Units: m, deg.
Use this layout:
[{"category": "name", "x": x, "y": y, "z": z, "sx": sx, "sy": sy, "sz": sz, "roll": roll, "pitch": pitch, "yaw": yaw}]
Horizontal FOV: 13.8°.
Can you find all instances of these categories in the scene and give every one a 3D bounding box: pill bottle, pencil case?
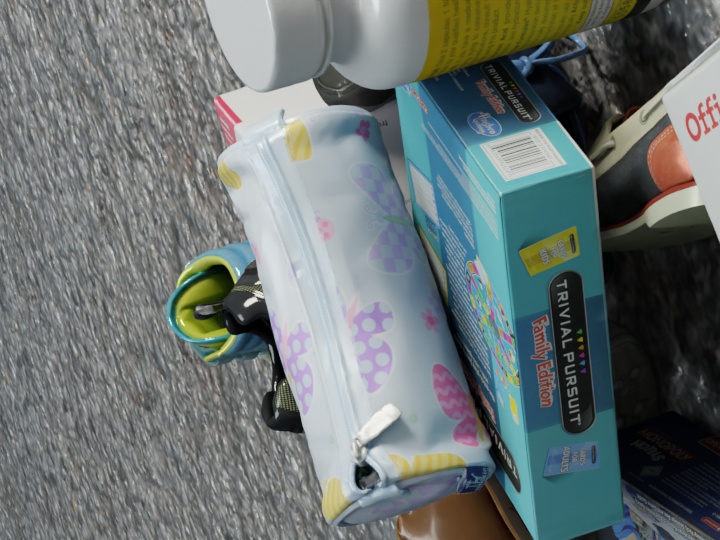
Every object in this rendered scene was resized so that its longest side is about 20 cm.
[{"category": "pill bottle", "x": 0.034, "y": -0.144, "z": 1.331, "sx": 0.111, "sy": 0.200, "sz": 0.111, "roll": 52, "pitch": 152, "yaw": 42}, {"category": "pencil case", "x": -0.005, "y": 0.023, "z": 1.417, "sx": 0.083, "sy": 0.091, "sz": 0.200, "roll": -28, "pitch": 72, "yaw": 34}]

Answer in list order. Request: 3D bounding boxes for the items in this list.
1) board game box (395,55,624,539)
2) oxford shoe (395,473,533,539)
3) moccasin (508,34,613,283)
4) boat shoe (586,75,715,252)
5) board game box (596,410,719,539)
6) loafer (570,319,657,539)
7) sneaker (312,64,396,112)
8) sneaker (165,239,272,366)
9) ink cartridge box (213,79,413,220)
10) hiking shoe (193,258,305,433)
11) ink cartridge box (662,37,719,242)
[{"category": "board game box", "x": 0.069, "y": 0.004, "z": 1.388, "sx": 0.151, "sy": 0.047, "sz": 0.200, "roll": -121, "pitch": 18, "yaw": -53}, {"category": "oxford shoe", "x": 0.040, "y": 0.113, "z": 1.489, "sx": 0.200, "sy": 0.071, "sz": 0.071, "roll": 54, "pitch": -173, "yaw": -3}, {"category": "moccasin", "x": 0.083, "y": -0.082, "z": 1.464, "sx": 0.068, "sy": 0.080, "sz": 0.200, "roll": 14, "pitch": 134, "yaw": 61}, {"category": "boat shoe", "x": 0.133, "y": -0.045, "z": 1.347, "sx": 0.200, "sy": 0.071, "sz": 0.063, "roll": 148, "pitch": 114, "yaw": -74}, {"category": "board game box", "x": 0.188, "y": 0.195, "z": 1.422, "sx": 0.200, "sy": 0.062, "sz": 0.200, "roll": 34, "pitch": 139, "yaw": 60}, {"category": "loafer", "x": 0.107, "y": 0.092, "z": 1.532, "sx": 0.070, "sy": 0.070, "sz": 0.200, "roll": 43, "pitch": 148, "yaw": 30}, {"category": "sneaker", "x": -0.008, "y": -0.178, "z": 1.482, "sx": 0.075, "sy": 0.079, "sz": 0.200, "roll": -4, "pitch": 76, "yaw": 35}, {"category": "sneaker", "x": -0.063, "y": 0.033, "z": 1.843, "sx": 0.080, "sy": 0.130, "sz": 0.200, "roll": 59, "pitch": 157, "yaw": 27}, {"category": "ink cartridge box", "x": 0.000, "y": 0.000, "z": 1.576, "sx": 0.145, "sy": 0.084, "sz": 0.200, "roll": -130, "pitch": 22, "yaw": -72}, {"category": "hiking shoe", "x": -0.006, "y": 0.074, "z": 1.723, "sx": 0.200, "sy": 0.101, "sz": 0.076, "roll": 48, "pitch": 163, "yaw": 6}, {"category": "ink cartridge box", "x": 0.210, "y": -0.011, "z": 1.154, "sx": 0.200, "sy": 0.085, "sz": 0.145, "roll": 68, "pitch": 159, "yaw": 7}]
